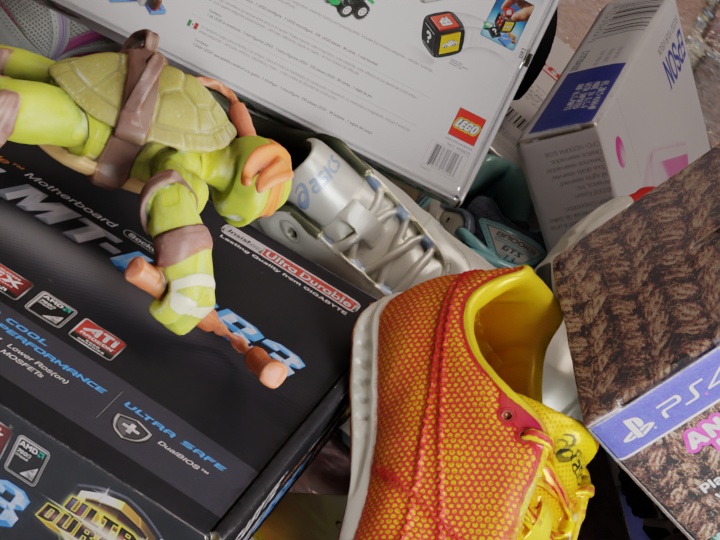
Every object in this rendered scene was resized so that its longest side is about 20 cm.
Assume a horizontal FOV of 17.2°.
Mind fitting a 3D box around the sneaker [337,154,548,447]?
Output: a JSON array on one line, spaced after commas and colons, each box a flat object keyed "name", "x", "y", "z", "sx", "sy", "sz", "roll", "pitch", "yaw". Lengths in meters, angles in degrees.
[{"name": "sneaker", "x": 0.035, "y": 0.015, "z": 0.964, "sx": 0.077, "sy": 0.086, "sz": 0.200, "roll": 33, "pitch": 28, "yaw": -16}]

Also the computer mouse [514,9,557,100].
[{"name": "computer mouse", "x": 0.045, "y": -0.145, "z": 1.036, "sx": 0.139, "sy": 0.053, "sz": 0.200, "roll": 53, "pitch": 1, "yaw": 31}]

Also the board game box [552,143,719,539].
[{"name": "board game box", "x": 0.188, "y": 0.042, "z": 0.796, "sx": 0.200, "sy": 0.159, "sz": 0.097, "roll": 46, "pitch": 20, "yaw": -27}]

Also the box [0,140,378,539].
[{"name": "box", "x": -0.103, "y": 0.013, "z": 0.775, "sx": 0.199, "sy": 0.050, "sz": 0.199, "roll": 32, "pitch": 25, "yaw": 6}]

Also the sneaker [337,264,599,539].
[{"name": "sneaker", "x": 0.036, "y": 0.080, "z": 0.744, "sx": 0.073, "sy": 0.077, "sz": 0.201, "roll": 44, "pitch": 36, "yaw": -47}]

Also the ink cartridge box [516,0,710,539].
[{"name": "ink cartridge box", "x": 0.130, "y": 0.000, "z": 1.045, "sx": 0.196, "sy": 0.043, "sz": 0.201, "roll": -56, "pitch": 131, "yaw": -63}]

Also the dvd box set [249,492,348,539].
[{"name": "dvd box set", "x": 0.037, "y": 0.140, "z": 0.822, "sx": 0.199, "sy": 0.029, "sz": 0.147, "roll": 10, "pitch": 38, "yaw": -50}]

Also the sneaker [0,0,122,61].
[{"name": "sneaker", "x": -0.117, "y": -0.132, "z": 0.992, "sx": 0.081, "sy": 0.088, "sz": 0.200, "roll": 48, "pitch": 25, "yaw": 17}]

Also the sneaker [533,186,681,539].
[{"name": "sneaker", "x": 0.143, "y": 0.055, "z": 0.929, "sx": 0.077, "sy": 0.085, "sz": 0.201, "roll": 11, "pitch": -44, "yaw": 56}]

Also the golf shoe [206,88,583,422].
[{"name": "golf shoe", "x": 0.000, "y": 0.000, "z": 0.876, "sx": 0.199, "sy": 0.078, "sz": 0.097, "roll": 28, "pitch": -24, "yaw": 29}]

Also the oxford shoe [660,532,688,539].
[{"name": "oxford shoe", "x": 0.108, "y": 0.130, "z": 0.831, "sx": 0.073, "sy": 0.071, "sz": 0.200, "roll": 51, "pitch": 14, "yaw": 31}]

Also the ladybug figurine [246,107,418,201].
[{"name": "ladybug figurine", "x": -0.018, "y": -0.082, "z": 1.016, "sx": 0.071, "sy": 0.137, "sz": 0.200, "roll": 0, "pitch": 9, "yaw": -10}]

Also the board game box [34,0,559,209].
[{"name": "board game box", "x": -0.024, "y": -0.124, "z": 0.906, "sx": 0.199, "sy": 0.127, "sz": 0.035, "roll": 27, "pitch": -4, "yaw": 1}]

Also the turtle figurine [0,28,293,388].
[{"name": "turtle figurine", "x": -0.084, "y": -0.043, "z": 0.762, "sx": 0.160, "sy": 0.065, "sz": 0.200, "roll": 17, "pitch": 28, "yaw": -18}]

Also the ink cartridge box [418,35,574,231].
[{"name": "ink cartridge box", "x": 0.083, "y": -0.048, "z": 1.168, "sx": 0.116, "sy": 0.068, "sz": 0.200, "roll": 42, "pitch": 24, "yaw": 2}]
